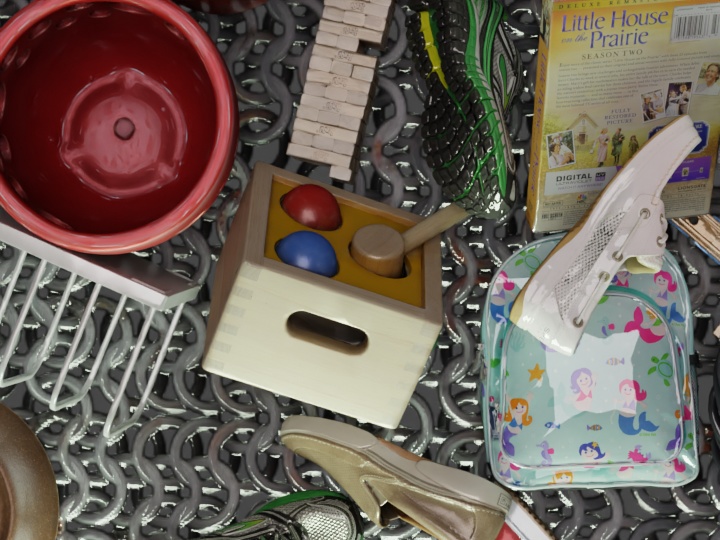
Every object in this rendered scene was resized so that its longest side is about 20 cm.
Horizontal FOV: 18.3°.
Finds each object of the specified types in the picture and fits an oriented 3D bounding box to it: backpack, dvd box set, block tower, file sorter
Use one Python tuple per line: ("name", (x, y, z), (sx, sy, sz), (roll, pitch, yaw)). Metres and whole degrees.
("backpack", (0.175, 0.068, 1.719), (0.176, 0.151, 0.202), (-1, 84, 5))
("dvd box set", (0.200, -0.125, 1.664), (0.145, 0.029, 0.201), (-7, 125, -11))
("block tower", (-0.009, -0.173, 1.777), (0.057, 0.054, 0.202), (12, 90, 6))
("file sorter", (-0.250, 0.031, 1.758), (0.199, 0.139, 0.125), (24, 95, 5))

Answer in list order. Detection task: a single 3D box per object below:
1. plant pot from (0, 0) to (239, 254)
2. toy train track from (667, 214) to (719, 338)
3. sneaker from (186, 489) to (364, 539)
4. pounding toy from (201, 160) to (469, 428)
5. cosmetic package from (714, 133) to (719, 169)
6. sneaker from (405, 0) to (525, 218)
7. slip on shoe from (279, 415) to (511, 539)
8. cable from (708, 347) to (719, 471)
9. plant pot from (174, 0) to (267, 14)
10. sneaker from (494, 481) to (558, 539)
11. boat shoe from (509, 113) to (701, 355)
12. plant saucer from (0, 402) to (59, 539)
("plant pot", (-0.191, -0.110, 1.722), (0.199, 0.183, 0.202), (0, 87, -1))
("toy train track", (0.289, -0.016, 1.759), (0.200, 0.033, 0.115), (41, 92, 2))
("sneaker", (-0.089, 0.234, 1.767), (0.199, 0.085, 0.079), (-23, 88, 4))
("pounding toy", (0.000, 0.000, 1.704), (0.198, 0.185, 0.143), (18, 119, -9))
("cosmetic package", (0.337, -0.176, 1.673), (0.122, 0.199, 0.202), (4, 91, 5))
("sneaker", (0.097, -0.135, 1.720), (0.085, 0.078, 0.202), (8, 63, -32))
("slip on shoe", (0.020, 0.169, 1.745), (0.199, 0.076, 0.061), (20, 78, 18))
("cable", (0.351, 0.091, 1.732), (0.162, 0.051, 0.202), (0, 107, 10))
("plant pot", (-0.117, -0.288, 1.711), (0.199, 0.195, 0.203), (0, 83, 3))
("sneaker", (0.137, 0.274, 1.753), (0.112, 0.071, 0.200), (-42, 79, 0))
("boat shoe", (0.194, -0.023, 1.635), (0.069, 0.071, 0.200), (38, 85, 10))
("plant saucer", (-0.346, 0.195, 1.815), (0.198, 0.037, 0.202), (0, 91, 5))
